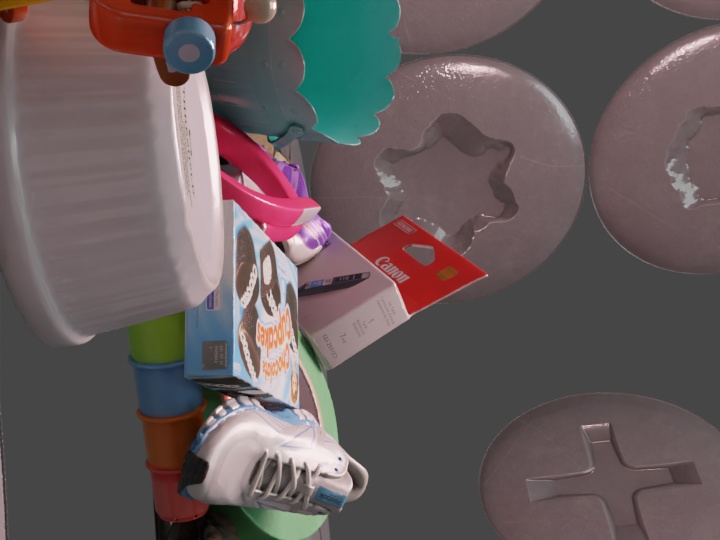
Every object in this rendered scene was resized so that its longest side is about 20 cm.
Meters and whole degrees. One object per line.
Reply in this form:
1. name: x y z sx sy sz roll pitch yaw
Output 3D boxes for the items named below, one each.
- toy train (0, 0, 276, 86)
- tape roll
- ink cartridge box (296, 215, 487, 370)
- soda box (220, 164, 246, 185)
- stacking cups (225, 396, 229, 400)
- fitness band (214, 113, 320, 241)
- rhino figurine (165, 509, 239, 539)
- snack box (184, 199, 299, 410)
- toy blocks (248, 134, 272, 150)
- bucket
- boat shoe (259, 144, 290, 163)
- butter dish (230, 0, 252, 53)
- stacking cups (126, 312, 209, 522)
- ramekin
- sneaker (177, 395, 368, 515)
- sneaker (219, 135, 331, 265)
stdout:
1. toy train: -0.122 -0.152 0.575 0.201 0.148 0.056 -101 -161 -44
2. tape roll: -0.088 0.125 0.978 0.200 0.048 0.202 42 39 -45
3. ink cartridge box: 0.000 0.000 1.146 0.045 0.175 0.200 65 -12 -27
4. soda box: -0.136 -0.036 1.034 0.200 0.067 0.064 -94 178 -72
5. stacking cups: -0.118 0.190 1.013 0.061 0.060 0.202 79 0 -78
6. fitness band: -0.109 -0.082 0.992 0.143 0.038 0.200 41 12 10
7. rhino figurine: -0.110 0.269 0.885 0.088 0.059 0.202 -108 -167 -72
8. snack box: -0.081 0.033 0.862 0.200 0.037 0.118 54 34 -75
9. toy blocks: -0.129 -0.059 1.381 0.137 0.099 0.202 101 -13 -52
10. bucket: -0.061 -0.213 1.091 0.207 0.133 0.210 -19 112 -61
11. boat shoe: -0.138 -0.056 1.238 0.072 0.076 0.201 -45 -159 45
12. butter dish: -0.121 -0.233 0.878 0.200 0.146 0.202 -91 175 -69
13. stacking cups: -0.130 0.076 0.836 0.061 0.060 0.202 -93 176 -74
14. ramekin: -0.133 -0.063 0.650 0.202 0.093 0.205 -6 90 -88
15. sneaker: -0.052 0.141 0.852 0.200 0.086 0.076 10 107 -64
16. sneaker: -0.103 -0.092 1.180 0.201 0.083 0.081 55 -35 9
